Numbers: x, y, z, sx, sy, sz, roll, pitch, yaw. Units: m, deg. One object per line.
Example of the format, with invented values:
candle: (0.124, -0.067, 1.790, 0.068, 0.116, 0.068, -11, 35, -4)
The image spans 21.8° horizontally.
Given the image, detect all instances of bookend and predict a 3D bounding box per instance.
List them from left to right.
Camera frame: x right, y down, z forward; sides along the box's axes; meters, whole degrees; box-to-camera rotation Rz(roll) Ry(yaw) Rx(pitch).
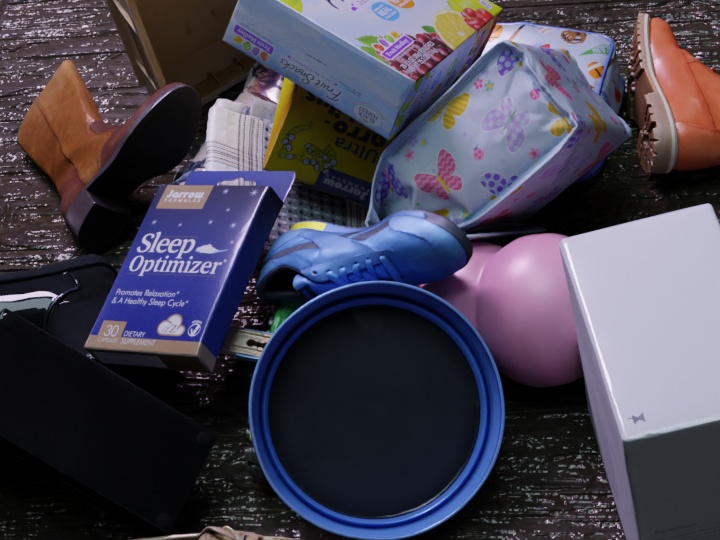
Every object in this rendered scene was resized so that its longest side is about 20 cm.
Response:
bookend: (-0.252, 0.139, 1.527, 0.200, 0.198, 0.092, -29, 31, 62)

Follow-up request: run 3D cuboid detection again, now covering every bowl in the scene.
bowl: (0.012, 0.110, 1.456, 0.200, 0.039, 0.201, 0, 84, -4)

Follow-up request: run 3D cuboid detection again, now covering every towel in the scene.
towel: (-0.048, -0.072, 1.668, 0.192, 0.035, 0.200, 12, 46, -13)

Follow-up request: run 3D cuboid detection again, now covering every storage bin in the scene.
storage bin: (-0.134, -0.257, 1.817, 0.200, 0.199, 0.094, -31, 47, -13)

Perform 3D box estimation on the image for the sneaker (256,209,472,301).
sneaker: (0.000, 0.000, 1.497, 0.200, 0.066, 0.079, -3, 38, 40)

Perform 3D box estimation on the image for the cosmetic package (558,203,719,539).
cosmetic package: (0.234, 0.097, 1.363, 0.123, 0.200, 0.200, -15, 45, 3)

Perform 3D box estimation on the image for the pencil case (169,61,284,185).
pencil case: (-0.113, -0.114, 1.759, 0.089, 0.078, 0.200, 21, 56, 15)

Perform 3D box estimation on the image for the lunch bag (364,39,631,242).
lunch bag: (0.110, -0.089, 1.577, 0.200, 0.170, 0.127, -39, 78, 19)

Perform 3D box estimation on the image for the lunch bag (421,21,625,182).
lunch bag: (0.137, -0.151, 1.722, 0.199, 0.076, 0.161, 4, 54, 22)

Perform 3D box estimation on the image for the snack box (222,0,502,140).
snack box: (0.005, -0.209, 1.584, 0.168, 0.068, 0.200, 32, 33, 10)

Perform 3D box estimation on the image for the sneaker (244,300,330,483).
sneaker: (-0.039, 0.092, 1.552, 0.085, 0.078, 0.200, 3, 54, 7)

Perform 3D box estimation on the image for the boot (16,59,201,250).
boot: (-0.244, -0.143, 1.799, 0.189, 0.068, 0.200, -58, 41, 21)

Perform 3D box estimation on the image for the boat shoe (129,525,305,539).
boat shoe: (-0.107, 0.233, 1.433, 0.199, 0.065, 0.071, -8, 45, 10)

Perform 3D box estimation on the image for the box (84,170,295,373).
box: (-0.140, -0.010, 1.552, 0.121, 0.032, 0.200, 2, 56, 34)

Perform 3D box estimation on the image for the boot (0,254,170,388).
boot: (-0.263, 0.061, 1.623, 0.198, 0.074, 0.162, -20, 36, -23)

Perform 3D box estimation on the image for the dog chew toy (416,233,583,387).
dog chew toy: (0.107, 0.030, 1.530, 0.199, 0.125, 0.125, 3, 48, 32)

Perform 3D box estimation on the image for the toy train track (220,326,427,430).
toy train track: (-0.043, 0.063, 1.505, 0.199, 0.033, 0.115, 10, 56, 12)

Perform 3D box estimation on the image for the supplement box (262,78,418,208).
supplement box: (-0.009, -0.166, 1.674, 0.109, 0.110, 0.200, 19, 36, -8)

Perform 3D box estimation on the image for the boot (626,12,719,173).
boot: (0.298, -0.161, 1.693, 0.107, 0.075, 0.200, -2, 45, -3)
